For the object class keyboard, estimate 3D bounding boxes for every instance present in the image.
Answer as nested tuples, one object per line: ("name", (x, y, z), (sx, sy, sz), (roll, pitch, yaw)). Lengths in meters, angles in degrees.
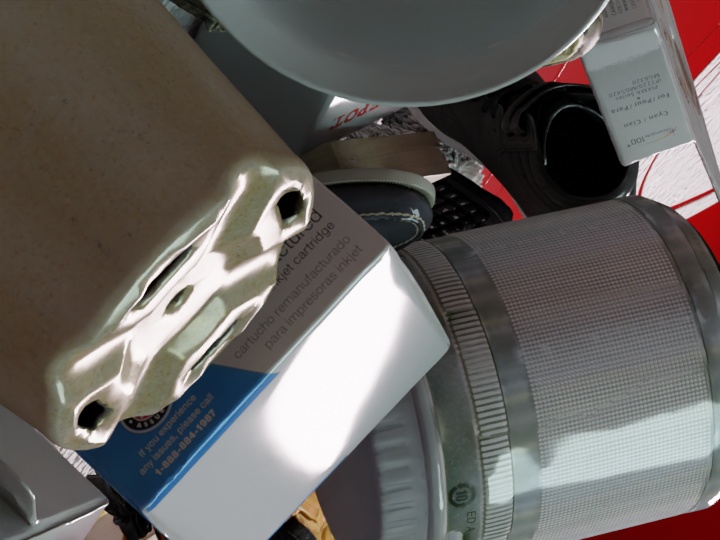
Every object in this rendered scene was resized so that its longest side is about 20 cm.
("keyboard", (0.000, 0.000, 1.392), (0.104, 0.040, 0.200), (27, 147, -36))

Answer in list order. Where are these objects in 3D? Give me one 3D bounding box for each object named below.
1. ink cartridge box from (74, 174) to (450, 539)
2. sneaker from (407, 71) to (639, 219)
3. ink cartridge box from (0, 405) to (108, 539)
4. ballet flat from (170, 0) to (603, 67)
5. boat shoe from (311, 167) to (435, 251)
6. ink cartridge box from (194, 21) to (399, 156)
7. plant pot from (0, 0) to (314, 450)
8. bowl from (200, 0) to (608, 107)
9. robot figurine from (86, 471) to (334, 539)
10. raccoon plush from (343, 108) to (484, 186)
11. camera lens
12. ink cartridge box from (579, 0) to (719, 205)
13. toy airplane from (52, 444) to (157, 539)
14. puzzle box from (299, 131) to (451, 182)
("ink cartridge box", (-0.091, 0.001, 1.073), (0.147, 0.200, 0.145), (-47, 159, -5))
("sneaker", (0.083, -0.091, 1.346), (0.071, 0.200, 0.099), (-34, 163, -16))
("ink cartridge box", (-0.223, 0.132, 1.172), (0.200, 0.129, 0.125), (-54, 165, 21))
("ballet flat", (0.009, -0.116, 1.122), (0.046, 0.200, 0.067), (-87, -171, -49))
("boat shoe", (-0.055, 0.009, 1.180), (0.200, 0.063, 0.073), (-17, 153, 12))
("ink cartridge box", (0.019, -0.166, 1.213), (0.147, 0.083, 0.200), (-30, 157, -48))
("plant pot", (-0.125, -0.041, 0.920), (0.200, 0.183, 0.201), (-44, 165, -15))
("bowl", (0.018, -0.176, 1.049), (0.201, 0.201, 0.090), (-55, -169, 21))
("robot figurine", (-0.076, 0.100, 1.282), (0.145, 0.058, 0.200), (-44, 121, -34))
("raccoon plush", (0.024, -0.073, 1.457), (0.134, 0.097, 0.200), (-52, 166, -18))
("camera lens", (0.080, 0.056, 1.242), (0.200, 0.160, 0.160), (-12, 153, -15))
("ink cartridge box", (0.135, -0.134, 1.320), (0.045, 0.200, 0.176), (-18, 139, 10))
("toy airplane", (-0.162, 0.152, 1.376), (0.199, 0.141, 0.200), (-20, -172, 16))
("puzzle box", (-0.064, -0.018, 1.280), (0.200, 0.025, 0.133), (-24, 175, 23))
